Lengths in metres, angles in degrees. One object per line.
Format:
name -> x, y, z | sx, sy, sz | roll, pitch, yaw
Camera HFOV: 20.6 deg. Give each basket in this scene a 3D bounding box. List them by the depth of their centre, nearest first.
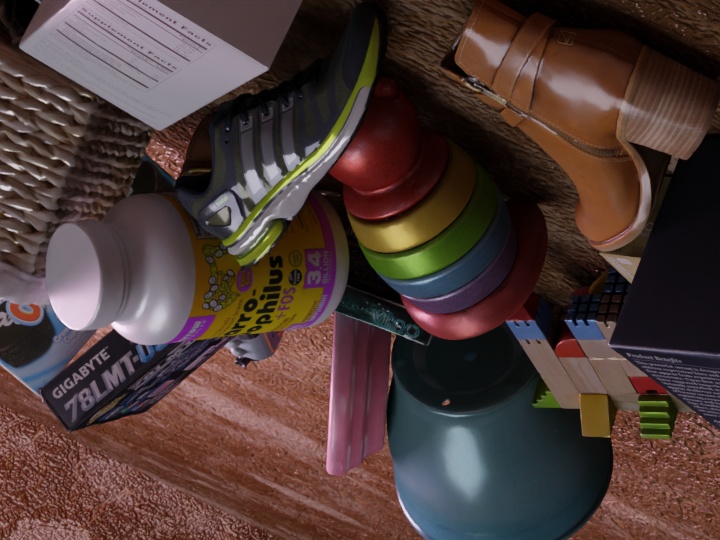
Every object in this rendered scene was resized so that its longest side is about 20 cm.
basket -> -0.271, -0.084, 1.422 | 0.200, 0.161, 0.198 | 26, -176, 7

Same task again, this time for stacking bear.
stacking bear -> 0.036, -0.054, 1.384 | 0.121, 0.114, 0.200 | -28, 127, 15

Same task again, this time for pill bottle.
pill bottle -> -0.113, -0.003, 1.370 | 0.200, 0.104, 0.104 | -6, -175, -38

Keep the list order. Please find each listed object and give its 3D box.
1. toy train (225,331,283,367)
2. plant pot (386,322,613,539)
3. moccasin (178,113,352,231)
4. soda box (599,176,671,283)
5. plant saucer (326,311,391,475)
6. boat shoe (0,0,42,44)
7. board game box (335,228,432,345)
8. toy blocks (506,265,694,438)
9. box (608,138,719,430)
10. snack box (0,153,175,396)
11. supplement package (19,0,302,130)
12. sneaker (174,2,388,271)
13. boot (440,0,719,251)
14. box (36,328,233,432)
toy train -> -0.097, 0.017, 1.789 | 0.085, 0.114, 0.200 | 21, 164, 10
plant pot -> 0.108, 0.120, 1.723 | 0.200, 0.200, 0.188 | 15, 148, 27
moccasin -> -0.047, -0.060, 1.531 | 0.201, 0.078, 0.074 | 20, 165, 14
soda box -> 0.250, 0.010, 1.367 | 0.068, 0.064, 0.200 | 8, 158, 43
plant saucer -> 0.000, 0.079, 1.728 | 0.051, 0.201, 0.201 | 3, 164, -1
boat shoe -> -0.238, -0.194, 1.397 | 0.073, 0.062, 0.200 | 29, 163, -20
board game box -> 0.000, 0.000, 1.568 | 0.135, 0.028, 0.200 | 20, -165, 0
toy blocks -> 0.206, 0.051, 1.529 | 0.200, 0.100, 0.137 | -1, 144, 30
box -> 0.273, 0.029, 1.238 | 0.200, 0.149, 0.107 | 36, 160, -36
snack box -> -0.232, -0.014, 1.560 | 0.116, 0.200, 0.037 | 42, 175, -16
supplement package -> -0.112, -0.172, 1.192 | 0.109, 0.114, 0.200 | 30, 164, -18
sneaker -> -0.050, -0.093, 1.272 | 0.081, 0.200, 0.074 | 32, -158, -8
boot -> 0.117, -0.089, 1.202 | 0.155, 0.077, 0.200 | 22, 162, 0
box -> -0.144, 0.047, 1.601 | 0.050, 0.200, 0.198 | 51, -170, 7
